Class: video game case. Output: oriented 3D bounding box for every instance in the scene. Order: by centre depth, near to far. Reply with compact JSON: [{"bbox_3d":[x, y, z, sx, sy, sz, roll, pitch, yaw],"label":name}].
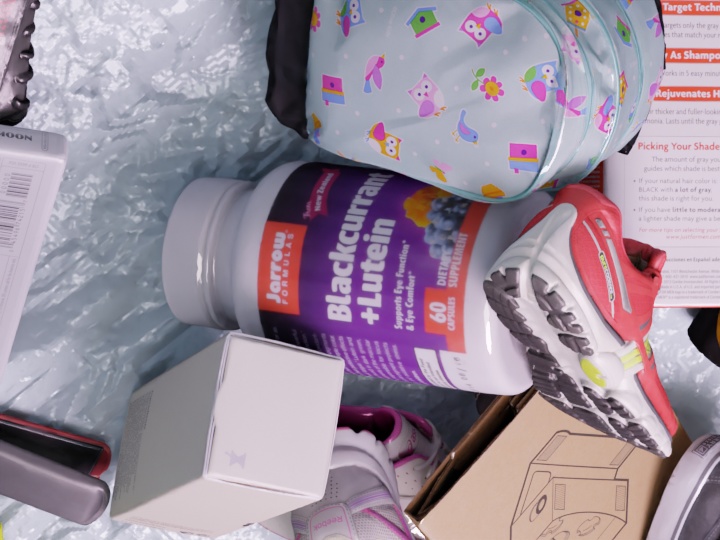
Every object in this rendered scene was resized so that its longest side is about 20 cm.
[{"bbox_3d":[-0.264,-0.013,1.427,0.182,0.023,0.200,8,138,-15],"label":"video game case"}]

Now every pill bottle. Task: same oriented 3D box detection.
[{"bbox_3d":[0.000,0.000,1.434,0.200,0.111,0.112,7,121,24],"label":"pill bottle"}]

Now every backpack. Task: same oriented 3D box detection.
[{"bbox_3d":[0.052,-0.110,1.376,0.200,0.127,0.167,21,123,25],"label":"backpack"}]

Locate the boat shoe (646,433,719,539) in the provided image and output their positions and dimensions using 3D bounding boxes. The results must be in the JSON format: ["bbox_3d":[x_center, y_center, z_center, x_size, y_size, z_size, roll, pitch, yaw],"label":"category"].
[{"bbox_3d":[0.199,0.186,1.605,0.069,0.057,0.200,-33,146,-40],"label":"boat shoe"}]

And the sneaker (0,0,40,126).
[{"bbox_3d":[-0.196,-0.131,1.392,0.098,0.071,0.200,34,109,-23],"label":"sneaker"}]

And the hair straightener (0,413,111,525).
[{"bbox_3d":[-0.230,0.101,1.498,0.200,0.077,0.041,24,120,-23],"label":"hair straightener"}]

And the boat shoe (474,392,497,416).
[{"bbox_3d":[0.121,-0.001,1.529,0.057,0.067,0.200,42,106,12],"label":"boat shoe"}]

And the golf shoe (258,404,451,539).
[{"bbox_3d":[0.034,0.126,1.554,0.200,0.075,0.092,13,134,-18],"label":"golf shoe"}]

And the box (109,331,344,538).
[{"bbox_3d":[-0.075,0.093,1.456,0.068,0.200,0.082,13,76,-17],"label":"box"}]

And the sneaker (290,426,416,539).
[{"bbox_3d":[0.011,0.186,1.507,0.081,0.088,0.200,-23,123,17],"label":"sneaker"}]

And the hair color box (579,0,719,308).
[{"bbox_3d":[0.172,-0.080,1.446,0.101,0.061,0.200,0,92,-8],"label":"hair color box"}]

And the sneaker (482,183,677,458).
[{"bbox_3d":[0.132,0.027,1.375,0.085,0.077,0.200,-55,148,-18],"label":"sneaker"}]

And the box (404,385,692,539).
[{"bbox_3d":[0.117,0.127,1.537,0.164,0.021,0.200,-49,141,-12],"label":"box"}]

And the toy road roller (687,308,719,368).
[{"bbox_3d":[0.295,0.048,1.531,0.200,0.146,0.123,25,110,-21],"label":"toy road roller"}]

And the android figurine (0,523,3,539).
[{"bbox_3d":[-0.294,0.193,1.558,0.182,0.041,0.200,-8,118,-6],"label":"android figurine"}]
